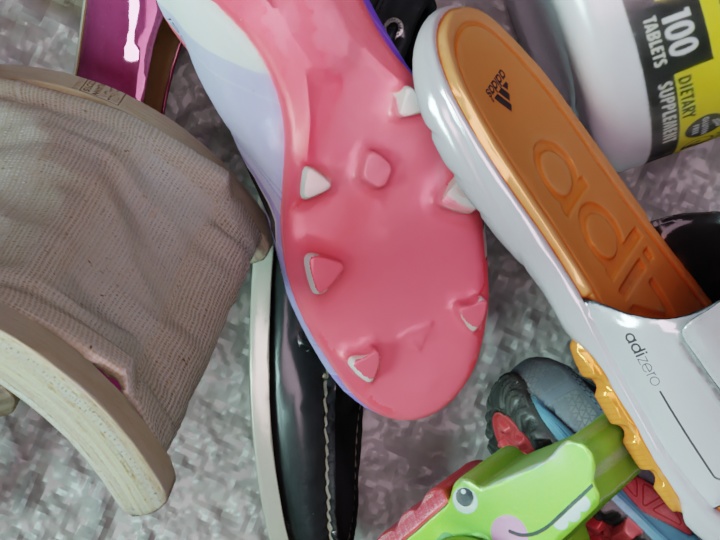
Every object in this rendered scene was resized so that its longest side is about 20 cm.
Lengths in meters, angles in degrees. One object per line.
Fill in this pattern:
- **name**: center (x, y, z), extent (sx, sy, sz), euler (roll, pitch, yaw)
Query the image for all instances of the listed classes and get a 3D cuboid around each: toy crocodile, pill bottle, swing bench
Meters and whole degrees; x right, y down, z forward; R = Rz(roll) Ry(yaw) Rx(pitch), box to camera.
- **toy crocodile**: center (0.014, 0.107, 0.800), extent (0.062, 0.067, 0.200), euler (49, 125, 9)
- **pill bottle**: center (0.148, -0.115, 0.821), extent (0.199, 0.112, 0.113), euler (-21, 91, -4)
- **swing bench**: center (-0.141, 0.039, 0.717), extent (0.130, 0.199, 0.200), euler (43, 107, -9)

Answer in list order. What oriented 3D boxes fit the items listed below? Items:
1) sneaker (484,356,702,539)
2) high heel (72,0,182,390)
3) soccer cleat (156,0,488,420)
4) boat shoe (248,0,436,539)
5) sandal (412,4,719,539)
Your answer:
- **sneaker**: center (0.133, 0.078, 0.847), extent (0.199, 0.079, 0.096), euler (34, 73, -9)
- **high heel**: center (-0.057, -0.057, 0.824), extent (0.096, 0.067, 0.200), euler (38, 92, 7)
- **soccer cleat**: center (-0.017, -0.051, 0.772), extent (0.066, 0.076, 0.201), euler (-27, 102, -12)
- **boat shoe**: center (0.000, 0.000, 0.829), extent (0.066, 0.075, 0.201), euler (-1, 80, 8)
- **sandal**: center (0.093, 0.001, 0.753), extent (0.059, 0.079, 0.207), euler (-28, 107, 35)
